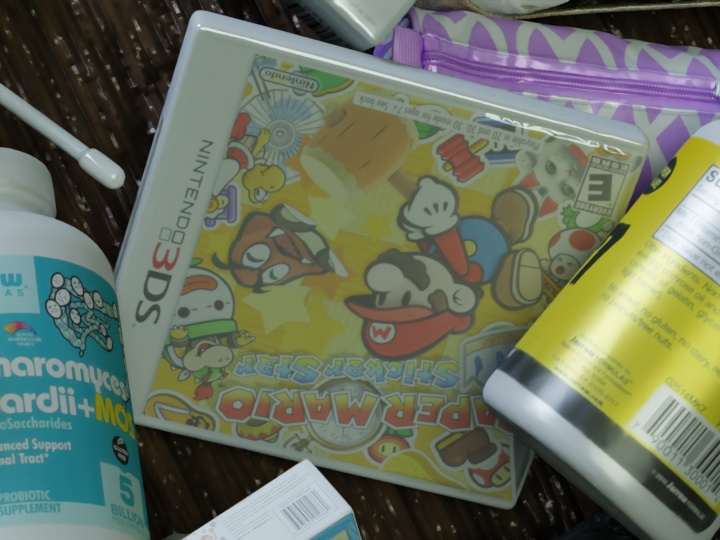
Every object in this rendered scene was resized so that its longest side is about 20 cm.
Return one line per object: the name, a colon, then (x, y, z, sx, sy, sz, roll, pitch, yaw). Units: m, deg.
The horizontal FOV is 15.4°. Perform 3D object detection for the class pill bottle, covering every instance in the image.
pill bottle: (0.153, 0.011, 1.094, 0.114, 0.114, 0.200, 41, 87, -8)
pill bottle: (-0.147, 0.053, 1.065, 0.111, 0.111, 0.200, -4, 64, -14)

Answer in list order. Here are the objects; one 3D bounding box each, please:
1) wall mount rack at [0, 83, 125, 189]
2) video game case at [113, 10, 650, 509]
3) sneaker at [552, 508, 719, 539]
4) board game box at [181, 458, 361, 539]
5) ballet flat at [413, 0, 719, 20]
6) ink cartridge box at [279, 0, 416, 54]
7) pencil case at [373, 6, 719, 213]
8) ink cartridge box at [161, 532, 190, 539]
wall mount rack: (-0.136, -0.137, 1.120, 0.174, 0.075, 0.200, 43, 78, -17)
video game case: (0.000, 0.000, 1.124, 0.200, 0.023, 0.182, 14, 111, -13)
sneaker: (0.106, 0.154, 1.159, 0.200, 0.076, 0.091, -12, 102, -1)
board game box: (-0.081, 0.174, 1.030, 0.200, 0.135, 0.034, -32, 50, -15)
ballet flat: (0.100, -0.143, 1.175, 0.200, 0.067, 0.068, -6, 110, -14)
ink cartridge box: (0.001, -0.216, 1.111, 0.162, 0.050, 0.200, 42, 74, -13)
pencil case: (0.101, -0.067, 1.166, 0.200, 0.085, 0.084, 4, 78, -13)
ink cartridge box: (-0.136, 0.201, 1.101, 0.200, 0.050, 0.109, -26, 92, -15)
